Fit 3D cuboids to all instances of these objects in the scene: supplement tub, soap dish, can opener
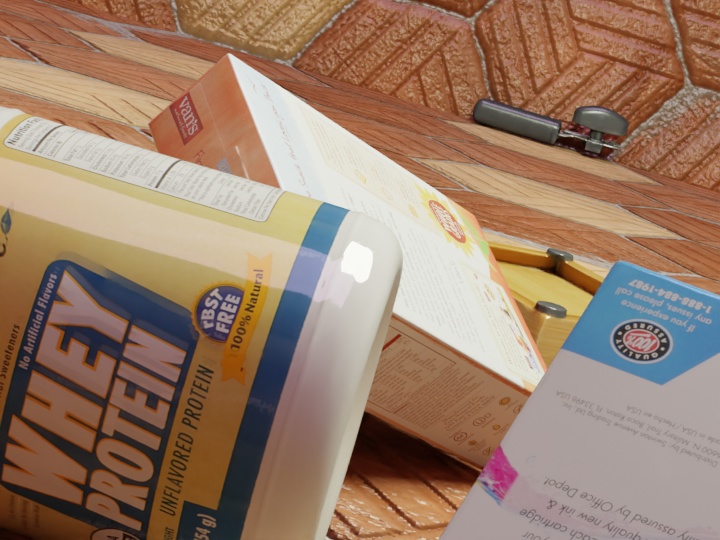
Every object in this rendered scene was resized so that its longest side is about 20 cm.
[{"bbox_3d":[-0.097,0.025,0.750,0.200,0.145,0.145,16,10,3],"label":"supplement tub"},{"bbox_3d":[0.096,0.041,1.158,0.157,0.081,0.200,10,13,-32],"label":"soap dish"},{"bbox_3d":[0.250,-0.200,2.773,0.200,0.067,0.053,17,9,5],"label":"can opener"}]

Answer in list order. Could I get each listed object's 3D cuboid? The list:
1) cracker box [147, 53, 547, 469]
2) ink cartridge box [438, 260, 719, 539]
[{"bbox_3d":[0.000,0.000,0.986,0.200,0.058,0.134,32,28,-46],"label":"cracker box"},{"bbox_3d":[0.083,0.106,0.634,0.115,0.200,0.068,21,-28,28],"label":"ink cartridge box"}]
